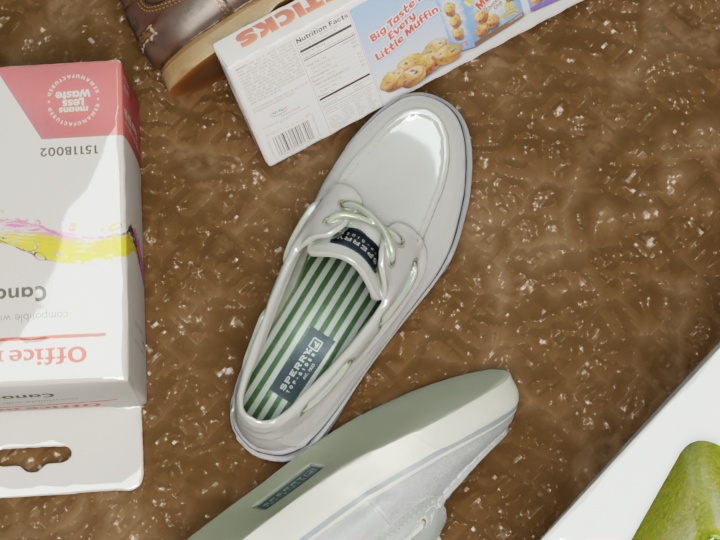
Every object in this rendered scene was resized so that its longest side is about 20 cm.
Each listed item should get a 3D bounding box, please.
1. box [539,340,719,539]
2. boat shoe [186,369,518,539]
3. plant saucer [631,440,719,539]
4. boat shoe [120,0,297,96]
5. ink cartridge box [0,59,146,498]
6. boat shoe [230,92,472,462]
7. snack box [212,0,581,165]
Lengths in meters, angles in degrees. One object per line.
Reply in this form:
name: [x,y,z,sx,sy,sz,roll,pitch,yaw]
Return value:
box: [0.203,0.134,1.012,0.199,0.131,0.200,44,87,12]
boat shoe: [-0.001,0.119,1.062,0.200,0.070,0.072,-32,105,-21]
plant saucer: [0.165,0.197,0.900,0.199,0.048,0.200,30,89,20]
boat shoe: [-0.026,-0.164,1.132,0.199,0.070,0.071,-28,78,-5]
ink cartridge box: [-0.165,0.006,1.096,0.116,0.068,0.201,-4,76,1]
boat shoe: [0.000,0.000,1.092,0.073,0.067,0.201,22,78,7]
snack box: [0.028,-0.127,1.120,0.199,0.072,0.024,-28,46,-5]
